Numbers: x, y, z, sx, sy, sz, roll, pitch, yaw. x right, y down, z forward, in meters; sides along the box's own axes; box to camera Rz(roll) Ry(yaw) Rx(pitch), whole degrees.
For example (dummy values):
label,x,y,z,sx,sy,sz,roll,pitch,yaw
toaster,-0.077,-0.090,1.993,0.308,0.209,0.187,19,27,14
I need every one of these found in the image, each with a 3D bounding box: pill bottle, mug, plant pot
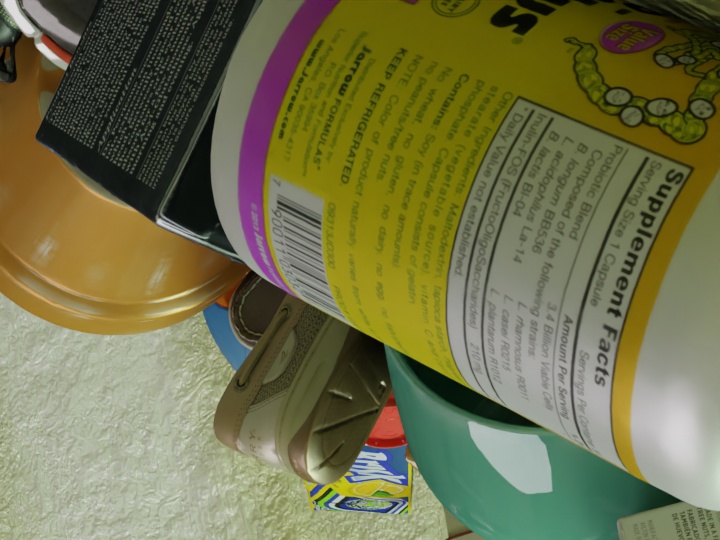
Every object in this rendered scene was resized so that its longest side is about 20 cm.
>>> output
label,x,y,z,sx,sy,sz,roll,pitch,yaw
pill bottle,0.065,-0.010,0.415,0.199,0.105,0.104,27,-179,32
mug,0.097,0.035,0.734,0.151,0.185,0.115,13,140,25
plant pot,-0.122,-0.075,0.920,0.199,0.201,0.183,26,166,-10

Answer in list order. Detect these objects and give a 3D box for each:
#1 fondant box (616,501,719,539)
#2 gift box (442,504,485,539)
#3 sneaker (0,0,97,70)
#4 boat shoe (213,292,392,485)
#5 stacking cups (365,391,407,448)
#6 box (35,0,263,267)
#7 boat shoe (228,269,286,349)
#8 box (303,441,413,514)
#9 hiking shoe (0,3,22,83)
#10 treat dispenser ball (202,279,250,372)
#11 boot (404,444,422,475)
label,x,y,z,sx,sy,sz,roll,pitch,yaw
fondant box,0.204,0.110,0.660,0.199,0.059,0.144,-15,160,6
gift box,0.136,0.109,0.996,0.199,0.188,0.184,9,151,-43
sneaker,-0.069,-0.115,0.773,0.199,0.078,0.082,25,155,-35
boat shoe,0.000,0.000,0.778,0.064,0.201,0.071,15,149,31
stacking cups,0.007,-0.003,0.861,0.060,0.060,0.201,26,-135,-37
box,-0.016,-0.052,0.625,0.148,0.108,0.200,25,-178,-24
boat shoe,0.012,-0.009,0.979,0.060,0.199,0.072,-20,-93,-86
box,-0.001,0.082,0.955,0.064,0.071,0.200,1,160,3
hiking shoe,-0.237,-0.169,0.817,0.199,0.101,0.076,27,180,5
treat dispenser ball,-0.007,-0.002,1.115,0.200,0.202,0.201,26,-179,0
boot,0.114,0.116,0.824,0.199,0.066,0.175,17,-139,18
